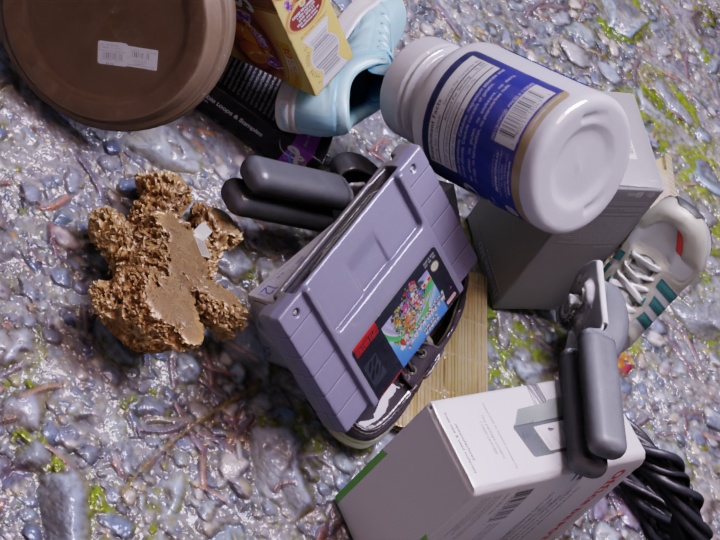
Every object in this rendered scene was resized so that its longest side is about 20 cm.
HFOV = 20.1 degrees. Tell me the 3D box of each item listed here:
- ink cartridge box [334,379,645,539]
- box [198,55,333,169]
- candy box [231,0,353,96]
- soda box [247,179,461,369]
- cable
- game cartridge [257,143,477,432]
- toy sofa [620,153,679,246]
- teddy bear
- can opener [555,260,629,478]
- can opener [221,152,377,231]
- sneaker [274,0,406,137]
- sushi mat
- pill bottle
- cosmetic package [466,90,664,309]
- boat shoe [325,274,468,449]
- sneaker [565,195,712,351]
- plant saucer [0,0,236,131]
[{"bbox_3d":[0.103,0.163,1.598,0.199,0.146,0.084,-6,59,-42],"label":"ink cartridge box"},{"bbox_3d":[-0.102,-0.185,1.782,0.199,0.036,0.143,36,42,-13],"label":"box"},{"bbox_3d":[-0.089,-0.242,1.646,0.116,0.200,0.057,29,69,35],"label":"candy box"},{"bbox_3d":[0.000,0.000,1.646,0.200,0.063,0.069,-40,132,-35],"label":"soda box"},{"bbox_3d":[0.244,0.172,1.710,0.051,0.163,0.201,-39,110,-11],"label":"cable"},{"bbox_3d":[0.012,0.014,1.587,0.200,0.038,0.130,-51,125,-29],"label":"game cartridge"},{"bbox_3d":[0.202,-0.088,1.919,0.199,0.083,0.098,23,44,-25],"label":"toy sofa"},{"bbox_3d":[-0.153,-0.001,1.586,0.144,0.067,0.201,29,37,-32],"label":"teddy bear"},{"bbox_3d":[0.192,0.077,1.592,0.066,0.053,0.201,21,43,-21],"label":"can opener"},{"bbox_3d":[-0.041,-0.070,1.696,0.199,0.053,0.067,10,41,-49],"label":"can opener"},{"bbox_3d":[0.006,-0.172,1.763,0.081,0.074,0.200,16,46,23],"label":"sneaker"},{"bbox_3d":[0.069,0.068,1.742,0.095,0.012,0.201,24,46,-23],"label":"sushi mat"},{"bbox_3d":[0.113,-0.120,1.668,0.119,0.121,0.199,-6,27,-42],"label":"pill bottle"},{"bbox_3d":[0.177,-0.059,1.786,0.089,0.200,0.108,2,55,-27],"label":"cosmetic package"},{"bbox_3d":[0.032,0.061,1.666,0.072,0.065,0.200,37,49,2],"label":"boat shoe"},{"bbox_3d":[0.239,0.022,1.785,0.070,0.200,0.093,38,47,7],"label":"sneaker"},{"bbox_3d":[-0.197,-0.203,1.596,0.200,0.200,0.029,41,22,-6],"label":"plant saucer"}]
